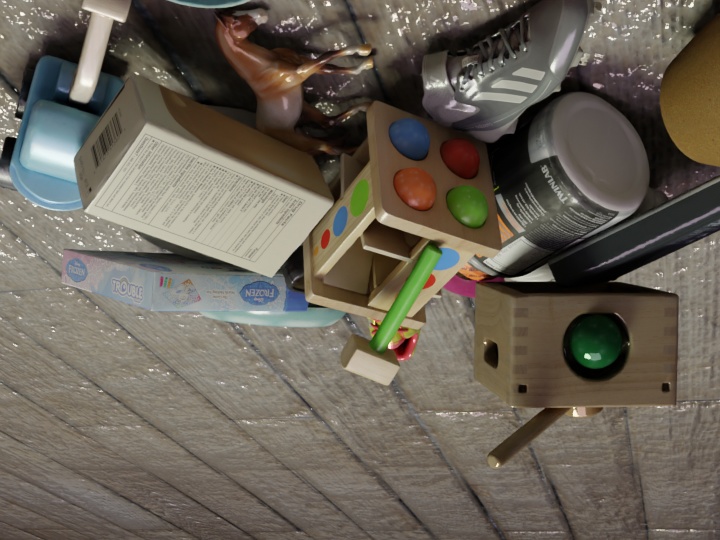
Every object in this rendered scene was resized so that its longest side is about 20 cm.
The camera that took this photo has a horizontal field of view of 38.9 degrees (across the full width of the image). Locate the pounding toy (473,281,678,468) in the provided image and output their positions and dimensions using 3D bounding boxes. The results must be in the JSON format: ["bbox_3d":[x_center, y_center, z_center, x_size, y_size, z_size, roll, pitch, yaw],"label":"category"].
[{"bbox_3d":[0.188,0.088,0.954,0.182,0.144,0.200,0,-176,-6],"label":"pounding toy"}]

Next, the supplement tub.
[{"bbox_3d":[0.163,-0.070,0.961,0.121,0.124,0.200,18,151,-25],"label":"supplement tub"}]

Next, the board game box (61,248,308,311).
[{"bbox_3d":[-0.192,0.010,1.114,0.197,0.044,0.199,3,-175,-42],"label":"board game box"}]

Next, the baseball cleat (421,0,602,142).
[{"bbox_3d":[0.109,-0.166,0.836,0.105,0.071,0.200,11,152,-13],"label":"baseball cleat"}]

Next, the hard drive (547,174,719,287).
[{"bbox_3d":[0.285,-0.039,0.934,0.199,0.033,0.139,-29,167,31],"label":"hard drive"}]

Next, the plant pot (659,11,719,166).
[{"bbox_3d":[0.324,-0.145,0.752,0.185,0.189,0.199,19,164,-27],"label":"plant pot"}]

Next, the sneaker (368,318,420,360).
[{"bbox_3d":[0.038,0.047,1.249,0.077,0.091,0.200,-4,151,20],"label":"sneaker"}]

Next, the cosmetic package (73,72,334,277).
[{"bbox_3d":[-0.133,-0.077,0.879,0.199,0.071,0.105,22,121,-41],"label":"cosmetic package"}]

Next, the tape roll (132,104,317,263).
[{"bbox_3d":[-0.144,-0.083,1.040,0.200,0.072,0.203,4,154,2],"label":"tape roll"}]

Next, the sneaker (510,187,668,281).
[{"bbox_3d":[0.216,-0.052,1.062,0.199,0.075,0.087,-28,133,33],"label":"sneaker"}]

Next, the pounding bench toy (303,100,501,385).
[{"bbox_3d":[0.040,-0.020,0.899,0.123,0.202,0.156,16,141,-26],"label":"pounding bench toy"}]

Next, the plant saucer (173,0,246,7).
[{"bbox_3d":[-0.133,-0.259,0.667,0.198,0.028,0.201,19,151,11],"label":"plant saucer"}]

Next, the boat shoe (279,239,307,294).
[{"bbox_3d":[0.000,0.000,1.018,0.199,0.061,0.074,13,136,-42],"label":"boat shoe"}]

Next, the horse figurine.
[{"bbox_3d":[-0.052,-0.153,0.911,0.131,0.050,0.201,-3,151,2],"label":"horse figurine"}]

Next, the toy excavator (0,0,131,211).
[{"bbox_3d":[-0.241,-0.146,0.877,0.099,0.197,0.200,15,180,-21],"label":"toy excavator"}]

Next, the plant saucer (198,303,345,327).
[{"bbox_3d":[-0.111,0.047,1.240,0.197,0.028,0.200,4,-177,0],"label":"plant saucer"}]

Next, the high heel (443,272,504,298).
[{"bbox_3d":[0.113,-0.029,1.114,0.200,0.068,0.095,39,150,-29],"label":"high heel"}]
